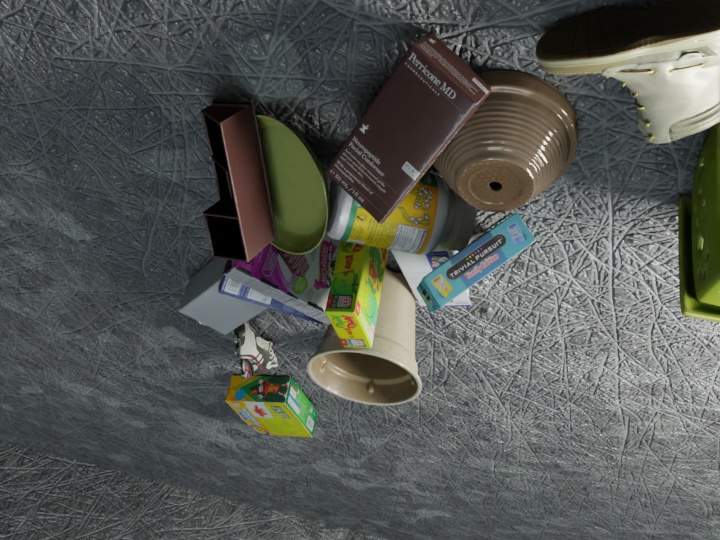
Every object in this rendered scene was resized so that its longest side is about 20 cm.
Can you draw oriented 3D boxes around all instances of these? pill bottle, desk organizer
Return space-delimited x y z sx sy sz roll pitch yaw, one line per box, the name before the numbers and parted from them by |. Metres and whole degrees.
pill bottle | 0.057 -0.085 0.997 0.194 0.116 0.113 10 149 -13
desk organizer | -0.176 -0.120 0.981 0.070 0.077 0.205 8 122 25

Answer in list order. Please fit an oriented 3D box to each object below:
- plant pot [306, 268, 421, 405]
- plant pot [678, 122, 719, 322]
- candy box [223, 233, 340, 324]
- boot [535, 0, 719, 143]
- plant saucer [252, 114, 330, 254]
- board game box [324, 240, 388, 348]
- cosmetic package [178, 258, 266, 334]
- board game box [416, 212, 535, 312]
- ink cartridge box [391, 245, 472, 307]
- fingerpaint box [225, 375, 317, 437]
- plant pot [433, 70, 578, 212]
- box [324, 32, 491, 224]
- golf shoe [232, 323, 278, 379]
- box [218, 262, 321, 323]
plant pot | 0.020 0.104 1.239 0.194 0.187 0.202 8 147 5
plant pot | 0.493 -0.038 0.863 0.194 0.204 0.183 8 155 5
candy box | -0.101 -0.018 1.132 0.197 0.140 0.061 27 159 -23
boot | 0.298 -0.207 0.783 0.194 0.074 0.155 -3 147 22
plant saucer | -0.109 -0.122 1.005 0.197 0.031 0.205 27 132 34
board game box | 0.000 0.000 1.072 0.046 0.204 0.102 0 147 18
cosmetic package | -0.242 0.037 1.325 0.112 0.083 0.198 31 144 -27
board game box | 0.154 -0.006 1.004 0.149 0.047 0.200 -35 174 -1
ink cartridge box | 0.117 -0.009 1.172 0.097 0.040 0.202 -3 143 22
fingerpaint box | -0.217 0.337 1.774 0.162 0.075 0.202 -2 144 20
plant pot | 0.174 -0.141 0.903 0.195 0.095 0.203 8 147 5
box | 0.053 -0.164 0.850 0.100 0.075 0.201 40 124 2
golf shoe | -0.228 0.160 1.531 0.085 0.079 0.202 -8 150 -5
box | -0.130 0.009 1.217 0.195 0.033 0.124 19 108 -18
